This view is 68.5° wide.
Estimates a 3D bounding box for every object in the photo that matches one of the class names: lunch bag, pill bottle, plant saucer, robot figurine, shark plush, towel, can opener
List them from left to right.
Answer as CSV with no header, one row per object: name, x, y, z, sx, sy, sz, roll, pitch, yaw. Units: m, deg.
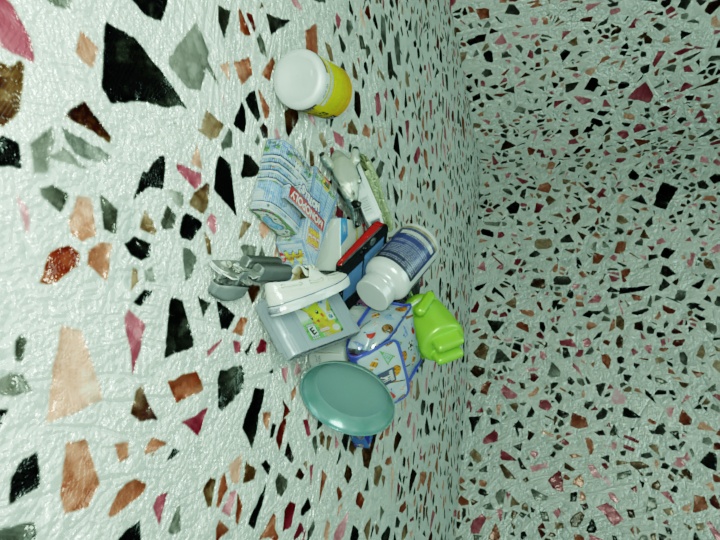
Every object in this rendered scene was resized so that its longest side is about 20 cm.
can opener,-0.184,0.011,0.878,0.067,0.053,0.200,-60,163,10
pill bottle,-0.083,-0.364,1.056,0.200,0.109,0.110,-22,110,-68
plant saucer,-0.023,0.250,1.064,0.036,0.199,0.201,-61,144,-53
shark plush,-0.021,-0.194,1.201,0.200,0.091,0.083,62,-15,16
towel,0.038,-0.207,1.381,0.148,0.036,0.200,-109,178,-63
lunch bag,0.048,0.187,1.143,0.200,0.123,0.170,-47,132,-46
pill bottle,0.081,-0.006,1.173,0.200,0.111,0.111,-47,136,-33
robot figurine,0.169,0.135,1.274,0.200,0.115,0.176,-125,-160,-48

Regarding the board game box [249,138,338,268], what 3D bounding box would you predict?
board game box,-0.121,-0.109,0.992,0.200,0.061,0.201,47,44,-56

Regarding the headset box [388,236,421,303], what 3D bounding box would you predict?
headset box,0.110,0.013,1.417,0.149,0.075,0.201,61,33,-50

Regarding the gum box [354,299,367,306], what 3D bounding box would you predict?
gum box,0.020,0.057,1.376,0.200,0.066,0.114,-65,147,-50

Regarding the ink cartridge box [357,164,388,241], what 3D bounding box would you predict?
ink cartridge box,0.023,-0.140,1.299,0.200,0.043,0.199,66,2,-55

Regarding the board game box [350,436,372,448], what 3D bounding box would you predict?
board game box,0.011,0.331,1.375,0.200,0.045,0.152,-70,151,-45

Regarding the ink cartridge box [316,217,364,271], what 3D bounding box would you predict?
ink cartridge box,-0.038,-0.057,1.223,0.200,0.067,0.117,-2,92,-70

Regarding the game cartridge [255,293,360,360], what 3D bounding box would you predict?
game cartridge,-0.094,0.083,0.980,0.200,0.040,0.134,-13,63,-53

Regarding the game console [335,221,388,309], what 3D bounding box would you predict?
game console,0.000,0.000,1.185,0.177,0.031,0.200,-50,158,-35

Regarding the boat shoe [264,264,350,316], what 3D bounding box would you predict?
boat shoe,-0.093,0.021,0.939,0.200,0.071,0.070,-21,96,-49

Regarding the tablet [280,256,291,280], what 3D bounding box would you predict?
tablet,-0.122,0.044,1.072,0.130,0.014,0.200,-68,149,-45

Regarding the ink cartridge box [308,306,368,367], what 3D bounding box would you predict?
ink cartridge box,-0.031,0.193,1.211,0.200,0.083,0.146,-55,140,-58
